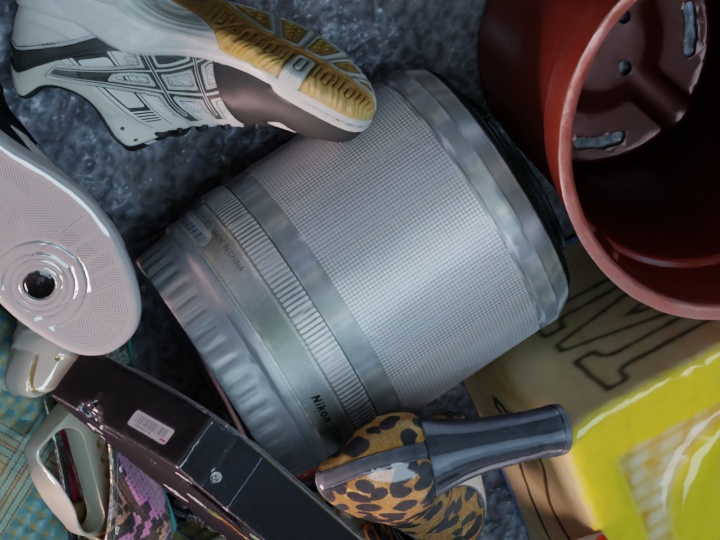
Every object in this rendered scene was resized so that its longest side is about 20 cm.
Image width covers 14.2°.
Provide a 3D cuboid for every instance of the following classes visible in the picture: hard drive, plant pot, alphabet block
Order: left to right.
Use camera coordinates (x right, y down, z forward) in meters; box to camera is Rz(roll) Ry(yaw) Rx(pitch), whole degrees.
[{"bbox_3d":[-0.056,0.122,1.506,0.200,0.139,0.038,44,78,-33],"label":"hard drive"},{"bbox_3d":[0.164,-0.100,1.557,0.199,0.195,0.202,-6,109,-17],"label":"plant pot"},{"bbox_3d":[0.189,0.088,1.627,0.196,0.200,0.196,-28,114,-8],"label":"alphabet block"}]

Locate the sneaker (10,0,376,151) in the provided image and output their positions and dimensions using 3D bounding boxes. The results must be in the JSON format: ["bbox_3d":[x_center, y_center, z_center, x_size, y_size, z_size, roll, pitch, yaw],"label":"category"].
[{"bbox_3d":[-0.090,-0.098,1.517,0.199,0.076,0.088,22,109,9],"label":"sneaker"}]

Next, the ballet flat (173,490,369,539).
[{"bbox_3d":[-0.032,0.164,1.650,0.199,0.071,0.071,-10,111,-16],"label":"ballet flat"}]

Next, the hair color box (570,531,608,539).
[{"bbox_3d":[0.053,0.211,1.553,0.061,0.199,0.102,55,47,-13],"label":"hair color box"}]

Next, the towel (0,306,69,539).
[{"bbox_3d":[-0.205,0.099,1.594,0.200,0.022,0.147,34,93,-24],"label":"towel"}]

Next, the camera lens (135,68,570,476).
[{"bbox_3d":[0.000,0.000,1.553,0.199,0.160,0.160,-33,115,-6],"label":"camera lens"}]

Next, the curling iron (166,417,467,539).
[{"bbox_3d":[-0.023,0.116,1.647,0.199,0.050,0.026,-14,130,-28],"label":"curling iron"}]

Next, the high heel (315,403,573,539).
[{"bbox_3d":[0.006,0.117,1.527,0.142,0.200,0.072,-9,73,-30],"label":"high heel"}]

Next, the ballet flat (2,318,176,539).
[{"bbox_3d":[-0.153,0.073,1.550,0.071,0.069,0.201,-27,112,-38],"label":"ballet flat"}]

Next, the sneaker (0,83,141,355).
[{"bbox_3d":[-0.182,-0.054,1.496,0.073,0.112,0.200,-37,111,13],"label":"sneaker"}]
